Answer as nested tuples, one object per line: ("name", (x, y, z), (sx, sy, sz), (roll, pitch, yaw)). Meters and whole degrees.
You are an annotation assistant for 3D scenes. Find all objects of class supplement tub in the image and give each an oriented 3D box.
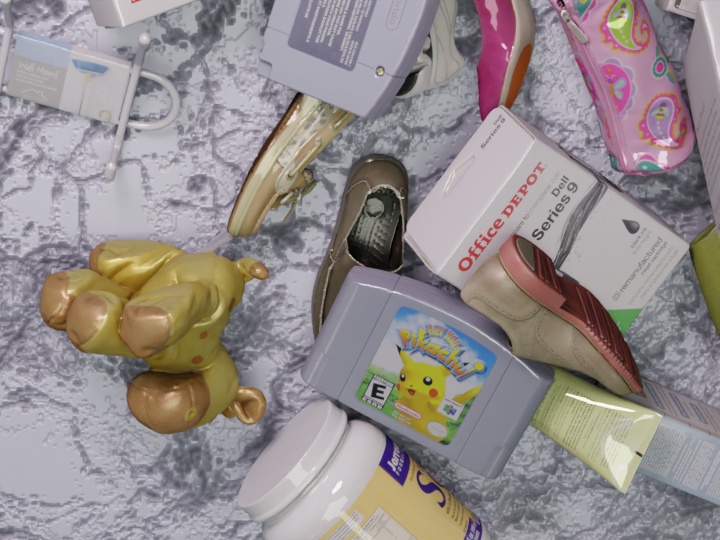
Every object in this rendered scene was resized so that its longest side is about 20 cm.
("supplement tub", (0.003, 0.225, 1.680), (0.200, 0.146, 0.145), (43, 98, -13))

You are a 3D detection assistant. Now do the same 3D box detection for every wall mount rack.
("wall mount rack", (-0.244, -0.164, 1.574), (0.198, 0.075, 0.175), (15, 133, -7))

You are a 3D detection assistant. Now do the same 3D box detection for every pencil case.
("pencil case", (0.219, -0.178, 1.606), (0.087, 0.088, 0.201), (-25, 117, 3))

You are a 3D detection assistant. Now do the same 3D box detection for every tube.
("tube", (0.165, 0.113, 1.659), (0.052, 0.199, 0.058), (-45, 151, -29))

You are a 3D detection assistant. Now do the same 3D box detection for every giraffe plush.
("giraffe plush", (-0.164, 0.068, 1.643), (0.199, 0.172, 0.164), (-22, 120, -33))

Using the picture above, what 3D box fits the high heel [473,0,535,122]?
("high heel", (0.101, -0.226, 1.622), (0.095, 0.067, 0.202), (16, 116, 18))

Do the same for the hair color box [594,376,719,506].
("hair color box", (0.304, 0.160, 1.707), (0.199, 0.099, 0.061), (23, 104, -9))

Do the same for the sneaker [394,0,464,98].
("sneaker", (0.039, -0.249, 1.605), (0.081, 0.075, 0.202), (-13, 94, -40))

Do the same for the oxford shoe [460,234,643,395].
("oxford shoe", (0.162, 0.049, 1.587), (0.075, 0.071, 0.200), (-37, 121, 20))

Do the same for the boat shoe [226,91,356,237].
("boat shoe", (-0.046, -0.106, 1.628), (0.062, 0.073, 0.201), (33, 99, -8))

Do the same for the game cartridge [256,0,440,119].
("game cartridge", (0.001, -0.234, 1.551), (0.132, 0.041, 0.202), (23, 102, 17))

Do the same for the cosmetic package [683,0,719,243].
("cosmetic package", (0.366, -0.115, 1.529), (0.166, 0.166, 0.202), (-10, 75, 2))

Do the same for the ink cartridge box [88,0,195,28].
("ink cartridge box", (-0.172, -0.314, 1.541), (0.146, 0.083, 0.202), (-24, 106, -18))

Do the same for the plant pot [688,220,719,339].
("plant pot", (0.382, 0.031, 1.654), (0.187, 0.187, 0.201), (-38, 89, 6))

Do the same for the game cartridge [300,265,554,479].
("game cartridge", (0.059, 0.083, 1.632), (0.199, 0.041, 0.134), (27, 115, 1))

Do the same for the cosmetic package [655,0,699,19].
("cosmetic package", (0.326, -0.308, 1.613), (0.082, 0.051, 0.202), (15, 103, -8))

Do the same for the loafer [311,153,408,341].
("loafer", (0.000, 0.000, 1.660), (0.074, 0.070, 0.202), (7, 104, -5))

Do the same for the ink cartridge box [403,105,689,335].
("ink cartridge box", (0.159, -0.025, 1.629), (0.199, 0.084, 0.146), (30, 102, -30))
